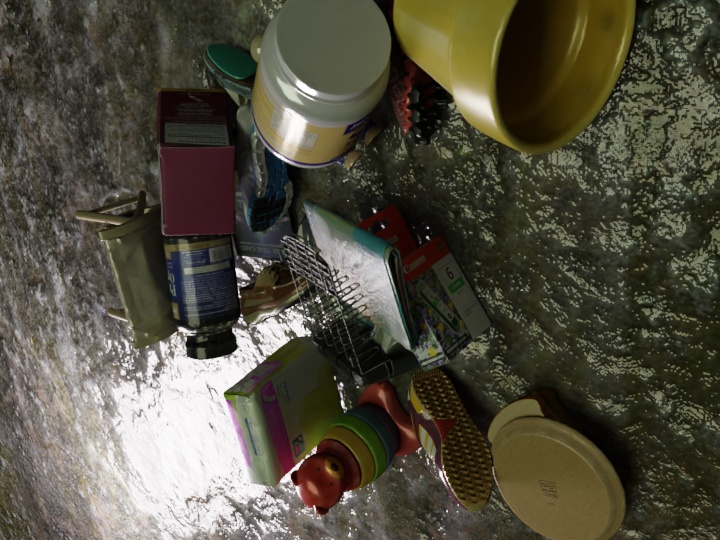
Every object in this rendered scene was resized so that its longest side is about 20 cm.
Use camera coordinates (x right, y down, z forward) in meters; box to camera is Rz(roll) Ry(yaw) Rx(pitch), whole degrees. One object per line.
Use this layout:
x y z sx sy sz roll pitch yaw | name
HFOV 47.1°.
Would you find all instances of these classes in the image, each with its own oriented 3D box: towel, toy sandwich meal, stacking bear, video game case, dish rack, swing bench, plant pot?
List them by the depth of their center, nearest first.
0.136 -0.242 0.816 0.188 0.198 0.205 35 133 42 | plant pot
0.000 0.000 1.021 0.199 0.021 0.149 34 146 51 | towel
0.250 0.253 1.052 0.202 0.070 0.209 21 127 31 | toy sandwich meal
-0.036 0.044 1.061 0.153 0.054 0.204 27 141 54 | dish rack
-0.016 0.269 1.199 0.122 0.199 0.114 51 135 6 | stacking bear
-0.160 -0.115 1.259 0.141 0.019 0.205 7 117 40 | video game case
-0.371 -0.007 1.384 0.199 0.128 0.204 26 131 56 | swing bench

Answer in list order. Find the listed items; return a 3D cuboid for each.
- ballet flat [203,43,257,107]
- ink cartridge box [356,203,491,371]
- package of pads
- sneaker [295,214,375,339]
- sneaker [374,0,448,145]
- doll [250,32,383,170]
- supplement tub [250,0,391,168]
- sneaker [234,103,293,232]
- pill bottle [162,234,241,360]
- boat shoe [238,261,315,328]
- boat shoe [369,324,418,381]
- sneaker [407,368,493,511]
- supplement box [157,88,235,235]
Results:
-0.144 -0.248 1.142 0.198 0.074 0.076 33 130 27 | ballet flat
0.077 0.011 1.047 0.050 0.108 0.203 -28 91 45 | ink cartridge box
-0.112 0.204 1.252 0.067 0.199 0.158 -3 110 34 | package of pads
-0.016 0.004 1.162 0.085 0.078 0.203 -16 110 39 | sneaker
0.048 -0.249 0.967 0.097 0.070 0.205 15 125 44 | sneaker
-0.061 -0.228 1.055 0.199 0.048 0.137 42 95 -2 | doll
-0.046 -0.213 0.923 0.147 0.144 0.200 56 163 3 | supplement tub
-0.145 -0.146 1.166 0.087 0.074 0.203 42 142 31 | sneaker
-0.251 0.034 1.329 0.110 0.111 0.206 2 102 41 | pill bottle
-0.132 0.028 1.270 0.198 0.075 0.075 -27 90 45 | boat shoe
0.039 0.104 1.138 0.203 0.073 0.066 103 149 -65 | boat shoe
0.121 0.236 1.127 0.091 0.073 0.203 98 155 -58 | sneaker
-0.229 -0.157 1.145 0.202 0.100 0.133 -109 22 -54 | supplement box
